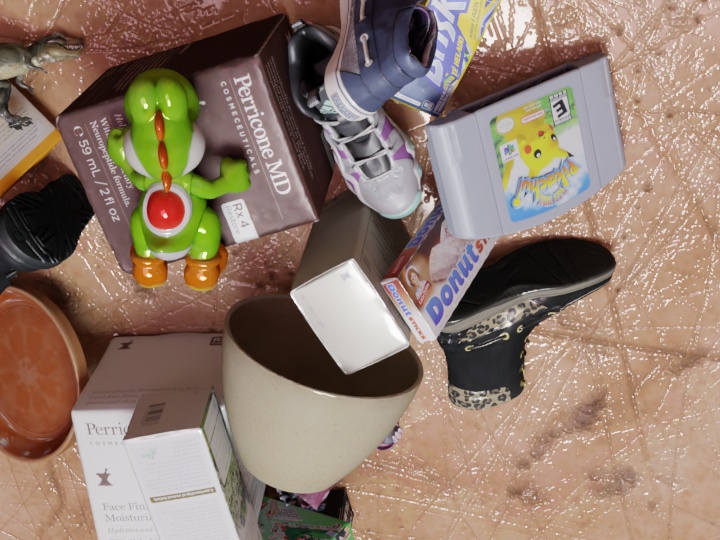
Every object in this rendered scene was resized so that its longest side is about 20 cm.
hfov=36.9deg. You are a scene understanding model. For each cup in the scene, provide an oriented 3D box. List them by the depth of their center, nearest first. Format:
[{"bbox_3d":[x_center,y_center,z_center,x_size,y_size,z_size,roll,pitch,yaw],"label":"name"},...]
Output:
[{"bbox_3d":[-0.054,0.132,1.067,0.199,0.200,0.144,17,111,-3],"label":"cup"}]

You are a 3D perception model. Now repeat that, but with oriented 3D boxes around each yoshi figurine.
[{"bbox_3d":[-0.160,-0.087,0.918,0.112,0.112,0.201,34,139,33],"label":"yoshi figurine"}]

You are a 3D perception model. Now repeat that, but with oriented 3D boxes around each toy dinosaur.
[{"bbox_3d":[-0.359,-0.180,1.029,0.047,0.199,0.088,-24,80,54],"label":"toy dinosaur"}]

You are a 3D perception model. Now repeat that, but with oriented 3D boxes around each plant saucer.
[{"bbox_3d":[-0.372,0.112,1.194,0.200,0.032,0.201,7,103,32],"label":"plant saucer"}]

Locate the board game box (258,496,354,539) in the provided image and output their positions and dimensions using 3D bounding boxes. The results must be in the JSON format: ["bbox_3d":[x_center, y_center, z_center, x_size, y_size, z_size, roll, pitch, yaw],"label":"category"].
[{"bbox_3d":[-0.125,0.307,1.200,0.199,0.134,0.029,7,121,38],"label":"board game box"}]

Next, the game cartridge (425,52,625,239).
[{"bbox_3d":[0.163,-0.111,1.022,0.199,0.040,0.134,-25,118,-18],"label":"game cartridge"}]

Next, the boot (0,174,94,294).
[{"bbox_3d":[-0.364,-0.013,1.081,0.168,0.200,0.077,-33,105,13],"label":"boot"}]

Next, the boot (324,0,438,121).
[{"bbox_3d":[0.031,-0.219,0.942,0.090,0.201,0.073,-25,132,35],"label":"boot"}]

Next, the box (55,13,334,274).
[{"bbox_3d":[-0.148,-0.123,1.027,0.199,0.164,0.166,-15,113,12],"label":"box"}]

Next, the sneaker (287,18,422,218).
[{"bbox_3d":[-0.015,-0.138,0.988,0.078,0.140,0.201,-30,85,14],"label":"sneaker"}]

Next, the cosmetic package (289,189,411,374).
[{"bbox_3d":[0.000,0.000,1.051,0.073,0.200,0.104,-27,109,18],"label":"cosmetic package"}]

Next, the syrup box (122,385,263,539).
[{"bbox_3d":[-0.159,0.222,1.057,0.081,0.079,0.201,-10,114,6],"label":"syrup box"}]

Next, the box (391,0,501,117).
[{"bbox_3d":[0.087,-0.248,0.995,0.064,0.070,0.200,20,116,-13],"label":"box"}]

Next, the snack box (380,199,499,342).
[{"bbox_3d":[0.086,-0.021,1.039,0.024,0.200,0.072,-16,116,40],"label":"snack box"}]

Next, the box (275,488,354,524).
[{"bbox_3d":[-0.115,0.337,1.224,0.199,0.199,0.050,-10,113,10],"label":"box"}]

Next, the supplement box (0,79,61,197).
[{"bbox_3d":[-0.411,-0.156,1.053,0.200,0.126,0.073,47,133,-15],"label":"supplement box"}]

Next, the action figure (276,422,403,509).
[{"bbox_3d":[-0.009,0.186,1.196,0.200,0.134,0.149,-39,147,-6],"label":"action figure"}]

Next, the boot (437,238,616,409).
[{"bbox_3d":[0.171,0.058,1.139,0.203,0.074,0.154,-19,133,-8],"label":"boot"}]

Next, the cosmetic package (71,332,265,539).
[{"bbox_3d":[-0.199,0.192,1.181,0.164,0.165,0.201,-3,115,5],"label":"cosmetic package"}]
